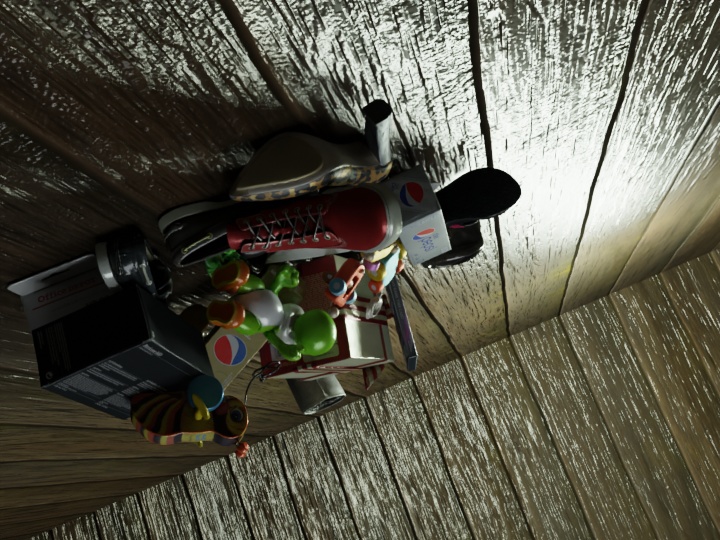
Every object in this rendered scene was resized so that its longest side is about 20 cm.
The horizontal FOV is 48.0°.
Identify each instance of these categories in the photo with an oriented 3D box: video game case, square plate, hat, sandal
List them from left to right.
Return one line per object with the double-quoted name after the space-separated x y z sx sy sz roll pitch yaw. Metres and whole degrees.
-0.016 -0.073 1.128 0.196 0.029 0.200 -10 160 -36 "square plate"
0.060 0.059 1.346 0.019 0.203 0.143 -13 165 -1 "video game case"
0.147 -0.049 1.328 0.198 0.082 0.201 -20 163 -6 "hat"
0.142 -0.095 1.196 0.198 0.076 0.045 -19 165 21 "sandal"

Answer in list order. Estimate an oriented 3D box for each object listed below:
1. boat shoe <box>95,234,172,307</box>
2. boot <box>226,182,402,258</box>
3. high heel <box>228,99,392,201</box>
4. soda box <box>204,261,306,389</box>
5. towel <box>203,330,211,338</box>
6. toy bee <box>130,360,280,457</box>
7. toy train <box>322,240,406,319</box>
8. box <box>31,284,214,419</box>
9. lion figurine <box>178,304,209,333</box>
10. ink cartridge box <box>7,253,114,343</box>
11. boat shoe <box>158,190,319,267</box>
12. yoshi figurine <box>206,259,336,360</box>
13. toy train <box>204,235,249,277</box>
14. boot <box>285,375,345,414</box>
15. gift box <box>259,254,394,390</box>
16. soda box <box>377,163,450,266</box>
-0.263 0.014 0.999 0.059 0.077 0.200 -15 165 -1 "boat shoe"
-0.059 -0.045 0.853 0.143 0.074 0.199 -12 -174 -33 "boot"
-0.049 -0.100 0.902 0.198 0.072 0.143 -28 160 -11 "high heel"
-0.166 0.080 1.189 0.200 0.068 0.064 -48 -169 17 "soda box"
-0.269 0.142 1.498 0.132 0.035 0.199 -34 160 33 "towel"
-0.187 0.188 1.032 0.198 0.110 0.131 -21 155 -3 "toy bee"
0.000 0.000 1.159 0.151 0.055 0.200 -59 162 -1 "toy train"
-0.285 0.107 1.001 0.139 0.080 0.200 -21 157 3 "box"
-0.272 0.093 1.212 0.123 0.072 0.201 -45 -169 31 "lion figurine"
-0.348 0.054 1.031 0.114 0.067 0.200 -22 164 -3 "ink cartridge box"
-0.135 -0.055 0.964 0.199 0.061 0.072 -17 164 -18 "boat shoe"
-0.103 0.061 1.074 0.113 0.112 0.199 -49 138 7 "yoshi figurine"
-0.183 -0.015 1.083 0.056 0.042 0.200 -10 164 -3 "toy train"
-0.135 0.160 1.419 0.180 0.202 0.073 -11 162 -33 "boot"
-0.060 0.095 1.289 0.182 0.203 0.186 -10 170 24 "gift box"
0.076 -0.069 1.084 0.063 0.069 0.200 -23 164 4 "soda box"
